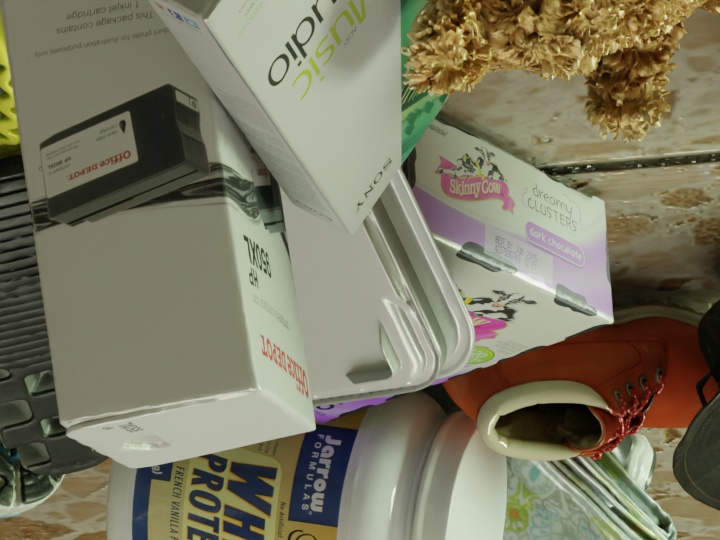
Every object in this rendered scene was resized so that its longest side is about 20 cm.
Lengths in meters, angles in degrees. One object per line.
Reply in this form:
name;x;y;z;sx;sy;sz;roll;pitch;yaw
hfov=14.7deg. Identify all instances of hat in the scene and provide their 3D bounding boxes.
hat;0.231;0.043;1.505;0.200;0.081;0.201;-25;148;-17

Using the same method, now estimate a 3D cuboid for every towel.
towel;0.071;0.137;1.660;0.171;0.048;0.200;48;137;-13

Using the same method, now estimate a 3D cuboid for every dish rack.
dish rack;-0.060;0.001;1.312;0.199;0.044;0.172;-10;118;31

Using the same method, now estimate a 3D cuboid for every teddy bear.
teddy bear;0.103;-0.118;1.082;0.199;0.146;0.067;8;-162;-36

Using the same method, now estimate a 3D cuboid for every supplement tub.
supplement tub;-0.028;0.131;1.570;0.199;0.145;0.144;6;160;18

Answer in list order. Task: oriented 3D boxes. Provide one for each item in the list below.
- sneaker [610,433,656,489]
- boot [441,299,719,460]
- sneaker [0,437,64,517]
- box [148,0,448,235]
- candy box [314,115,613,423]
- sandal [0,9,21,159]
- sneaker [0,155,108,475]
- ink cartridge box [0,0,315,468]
sneaker;0.086;0.121;1.722;0.199;0.074;0.079;-21;128;41
boot;0.136;0.069;1.525;0.199;0.107;0.075;5;119;-22
sneaker;-0.172;0.071;1.389;0.090;0.079;0.200;-32;-176;31
box;-0.001;-0.114;1.074;0.036;0.145;0.200;30;170;24
candy box;0.000;0.000;1.411;0.199;0.072;0.167;-21;150;36
sandal;-0.184;-0.080;1.207;0.086;0.080;0.200;6;154;-10
sneaker;-0.152;0.002;1.259;0.074;0.089;0.201;-9;143;-6
ink cartridge box;-0.081;-0.031;1.133;0.084;0.201;0.145;-10;170;7
